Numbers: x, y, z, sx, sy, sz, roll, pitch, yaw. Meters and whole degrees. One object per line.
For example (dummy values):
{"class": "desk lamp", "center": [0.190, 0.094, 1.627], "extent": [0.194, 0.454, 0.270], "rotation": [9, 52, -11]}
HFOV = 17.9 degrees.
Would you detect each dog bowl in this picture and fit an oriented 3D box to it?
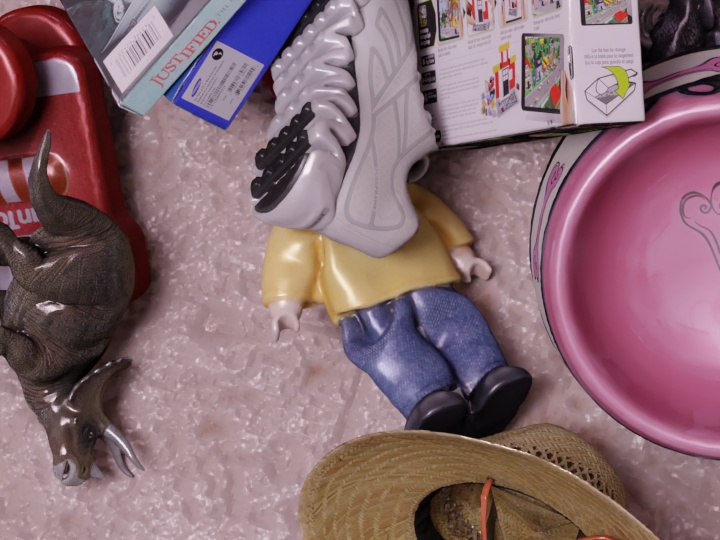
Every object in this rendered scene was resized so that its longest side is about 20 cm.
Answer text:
{"class": "dog bowl", "center": [0.173, -0.002, 1.059], "extent": [0.200, 0.074, 0.200], "rotation": [2, 101, 11]}

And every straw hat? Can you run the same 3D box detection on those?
{"class": "straw hat", "center": [0.078, 0.119, 1.098], "extent": [0.201, 0.201, 0.085], "rotation": [11, 45, 22]}

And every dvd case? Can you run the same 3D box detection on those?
{"class": "dvd case", "center": [-0.107, -0.192, 1.172], "extent": [0.146, 0.022, 0.200], "rotation": [-47, 47, 16]}

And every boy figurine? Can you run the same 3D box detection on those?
{"class": "boy figurine", "center": [0.000, 0.000, 1.153], "extent": [0.124, 0.064, 0.200], "rotation": [-22, 63, -27]}

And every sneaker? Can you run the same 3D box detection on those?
{"class": "sneaker", "center": [0.000, -0.089, 1.141], "extent": [0.075, 0.081, 0.200], "rotation": [-40, 30, 45]}

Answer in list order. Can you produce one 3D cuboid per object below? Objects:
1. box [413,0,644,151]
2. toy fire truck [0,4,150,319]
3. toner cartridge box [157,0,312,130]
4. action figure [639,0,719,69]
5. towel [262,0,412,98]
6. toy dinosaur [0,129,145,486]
{"class": "box", "center": [0.074, -0.116, 1.088], "extent": [0.035, 0.200, 0.110], "rotation": [-3, 91, -18]}
{"class": "toy fire truck", "center": [-0.222, -0.050, 1.242], "extent": [0.200, 0.112, 0.168], "rotation": [-7, 99, 17]}
{"class": "toner cartridge box", "center": [-0.108, -0.163, 1.206], "extent": [0.095, 0.043, 0.200], "rotation": [-55, 46, 8]}
{"class": "action figure", "center": [0.146, -0.150, 1.120], "extent": [0.119, 0.102, 0.200], "rotation": [-20, 113, -11]}
{"class": "towel", "center": [-0.004, -0.202, 1.227], "extent": [0.200, 0.022, 0.145], "rotation": [-41, 69, 10]}
{"class": "toy dinosaur", "center": [-0.158, 0.010, 1.187], "extent": [0.102, 0.077, 0.200], "rotation": [2, 115, -16]}
